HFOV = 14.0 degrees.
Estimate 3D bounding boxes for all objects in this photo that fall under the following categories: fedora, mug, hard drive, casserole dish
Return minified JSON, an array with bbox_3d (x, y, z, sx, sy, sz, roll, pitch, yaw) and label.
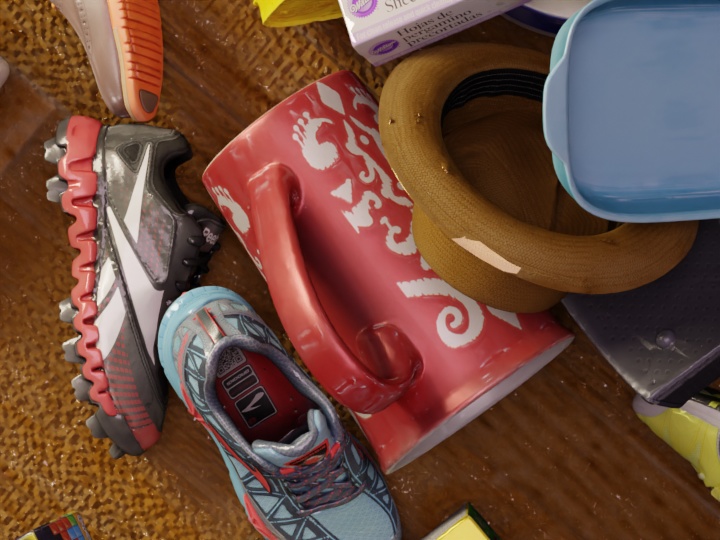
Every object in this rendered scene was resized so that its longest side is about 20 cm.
[{"bbox_3d":[0.085,-0.039,1.580,0.200,0.201,0.082,31,127,3],"label":"fedora"},{"bbox_3d":[0.010,-0.006,1.636,0.133,0.178,0.200,-35,82,-1],"label":"mug"},{"bbox_3d":[0.169,-0.020,1.622,0.135,0.042,0.200,-38,46,6],"label":"hard drive"},{"bbox_3d":[0.175,-0.089,1.536,0.200,0.039,0.121,-4,97,-27],"label":"casserole dish"}]

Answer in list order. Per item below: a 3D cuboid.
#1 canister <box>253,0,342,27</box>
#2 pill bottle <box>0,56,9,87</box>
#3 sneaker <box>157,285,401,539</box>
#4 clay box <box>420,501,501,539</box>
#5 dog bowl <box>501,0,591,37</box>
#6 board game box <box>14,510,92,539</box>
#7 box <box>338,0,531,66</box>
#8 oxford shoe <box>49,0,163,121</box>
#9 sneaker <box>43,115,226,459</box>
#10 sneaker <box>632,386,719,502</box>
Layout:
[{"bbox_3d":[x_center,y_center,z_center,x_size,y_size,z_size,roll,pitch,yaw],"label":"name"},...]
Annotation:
[{"bbox_3d":[-0.030,-0.252,1.655,0.086,0.149,0.200,-12,85,-15],"label":"canister"},{"bbox_3d":[-0.303,-0.072,1.680,0.111,0.111,0.200,39,91,3],"label":"pill bottle"},{"bbox_3d":[-0.043,0.103,1.649,0.079,0.096,0.200,-40,110,-5],"label":"sneaker"},{"bbox_3d":[-0.002,0.213,1.653,0.200,0.115,0.048,-41,88,2],"label":"clay box"},{"bbox_3d":[0.135,-0.235,1.680,0.200,0.079,0.200,0,88,3],"label":"dog bowl"},{"bbox_3d":[-0.204,0.252,1.619,0.200,0.057,0.165,-31,85,24],"label":"board game box"},{"bbox_3d":[0.085,-0.169,1.570,0.200,0.039,0.041,-21,70,14],"label":"box"},{"bbox_3d":[-0.167,-0.175,1.704,0.073,0.071,0.200,-19,79,12],"label":"oxford shoe"},{"bbox_3d":[-0.124,0.006,1.687,0.098,0.071,0.201,-6,86,5],"label":"sneaker"},{"bbox_3d":[0.236,0.132,1.666,0.200,0.075,0.076,33,100,10],"label":"sneaker"}]
